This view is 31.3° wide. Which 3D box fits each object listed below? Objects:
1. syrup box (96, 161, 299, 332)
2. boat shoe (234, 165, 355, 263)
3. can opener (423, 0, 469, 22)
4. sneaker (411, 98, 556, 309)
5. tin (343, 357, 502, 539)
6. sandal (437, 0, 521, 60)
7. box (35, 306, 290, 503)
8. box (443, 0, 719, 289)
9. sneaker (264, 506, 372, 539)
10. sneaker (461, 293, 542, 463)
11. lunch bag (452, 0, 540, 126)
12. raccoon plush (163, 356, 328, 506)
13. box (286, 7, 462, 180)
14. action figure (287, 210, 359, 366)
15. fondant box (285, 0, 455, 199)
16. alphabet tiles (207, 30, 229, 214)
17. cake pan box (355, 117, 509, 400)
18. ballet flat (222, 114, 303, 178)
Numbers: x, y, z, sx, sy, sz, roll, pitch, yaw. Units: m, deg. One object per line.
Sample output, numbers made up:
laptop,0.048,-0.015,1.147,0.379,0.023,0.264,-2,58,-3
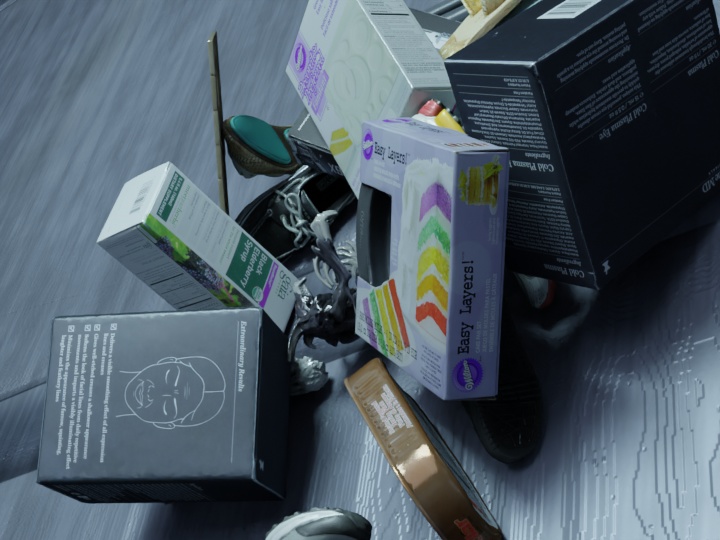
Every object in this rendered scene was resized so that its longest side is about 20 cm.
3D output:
syrup box,-0.156,-0.007,1.279,0.081,0.200,0.080,-18,41,41
boat shoe,-0.062,-0.060,1.352,0.198,0.074,0.068,-37,18,-5
can opener,0.121,-0.304,1.421,0.198,0.067,0.054,-22,38,22
sneaker,0.096,-0.046,1.097,0.082,0.078,0.201,-39,74,4
tin,0.046,0.141,0.982,0.042,0.112,0.200,-40,34,4
sandal,0.110,-0.264,1.188,0.213,0.069,0.077,-54,22,-7
box,-0.169,0.122,1.135,0.196,0.107,0.151,-2,70,12
box,0.187,-0.118,0.993,0.199,0.184,0.103,-33,26,-28
sneaker,-0.064,0.261,1.019,0.200,0.074,0.080,-41,42,16
sneaker,0.090,0.071,1.054,0.104,0.059,0.203,122,139,-60
lunch bag,0.172,-0.162,1.167,0.169,0.122,0.201,10,55,51
raccoon plush,-0.136,0.144,1.202,0.198,0.097,0.136,-14,52,38
box,0.041,-0.175,1.323,0.156,0.050,0.201,21,65,24
action figure,0.000,0.000,1.169,0.199,0.119,0.103,-34,72,-5
fondant box,0.007,-0.181,1.212,0.201,0.057,0.145,62,144,35
alphabet tiles,-0.147,-0.142,1.337,0.007,0.204,0.167,-4,13,-4
cake pan box,0.050,-0.017,0.999,0.200,0.051,0.187,-145,57,-65
ballet flat,-0.099,-0.124,1.392,0.065,0.199,0.071,-38,72,24
